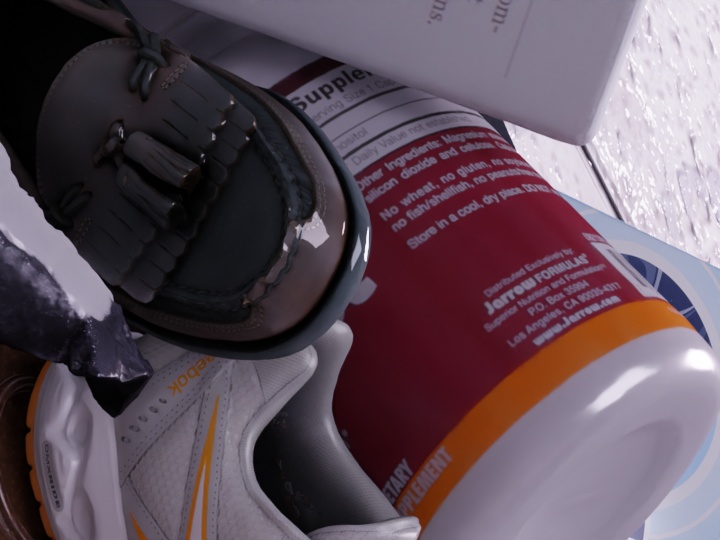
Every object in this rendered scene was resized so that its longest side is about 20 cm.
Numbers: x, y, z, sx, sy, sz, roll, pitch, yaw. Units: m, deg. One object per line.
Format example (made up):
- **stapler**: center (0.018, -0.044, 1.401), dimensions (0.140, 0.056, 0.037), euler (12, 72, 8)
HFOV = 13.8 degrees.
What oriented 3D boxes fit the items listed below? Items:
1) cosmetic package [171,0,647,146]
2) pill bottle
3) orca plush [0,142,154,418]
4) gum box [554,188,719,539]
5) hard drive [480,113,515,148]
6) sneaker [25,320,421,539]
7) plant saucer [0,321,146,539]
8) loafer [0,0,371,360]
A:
- **cosmetic package**: center (0.008, -0.168, 0.846), dimensions (0.166, 0.200, 0.168), euler (-68, 178, -60)
- **pill bottle**: center (0.000, 0.000, 0.859), dimensions (0.200, 0.113, 0.113), euler (46, 16, 24)
- **orca plush**: center (-0.131, -0.034, 0.736), dimensions (0.200, 0.071, 0.105), euler (46, 24, -4)
- **gum box**: center (0.070, 0.069, 0.975), dimensions (0.200, 0.045, 0.170), euler (23, 65, -32)
- **hard drive**: center (0.007, -0.026, 1.044), dimensions (0.135, 0.042, 0.200), euler (65, 26, -15)
- **sneaker**: center (-0.022, 0.104, 0.774), dimensions (0.076, 0.092, 0.200), euler (-6, 81, -63)
- **plant saucer**: center (-0.096, 0.057, 0.798), dimensions (0.200, 0.034, 0.200), euler (43, 37, -46)
- **loafer**: center (-0.073, -0.038, 0.783), dimensions (0.063, 0.072, 0.200), euler (29, 6, -41)
